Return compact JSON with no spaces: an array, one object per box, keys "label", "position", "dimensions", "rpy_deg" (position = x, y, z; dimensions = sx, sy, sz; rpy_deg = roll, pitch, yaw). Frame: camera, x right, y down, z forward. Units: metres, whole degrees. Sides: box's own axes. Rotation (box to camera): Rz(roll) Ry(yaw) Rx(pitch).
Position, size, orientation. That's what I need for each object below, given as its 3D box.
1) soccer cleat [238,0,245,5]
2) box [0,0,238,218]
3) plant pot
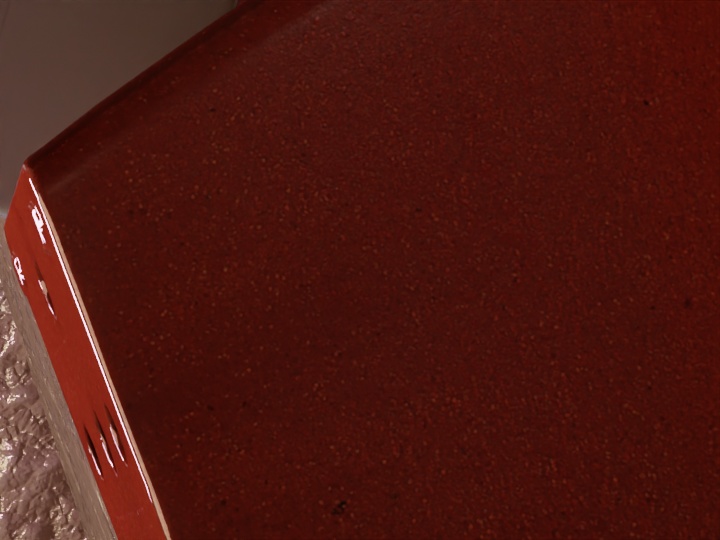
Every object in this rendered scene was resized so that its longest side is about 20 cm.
[{"label":"soccer cleat","position":[-0.027,-0.018,1.176],"dimensions":[0.068,0.073,0.200],"rpy_deg":[-133,25,-63]},{"label":"box","position":[-0.155,-0.131,1.050],"dimensions":[0.199,0.171,0.200],"rpy_deg":[18,93,58]},{"label":"plant pot","position":[0.015,0.015,0.761],"dimensions":[0.200,0.176,0.200],"rpy_deg":[146,103,-79]}]
